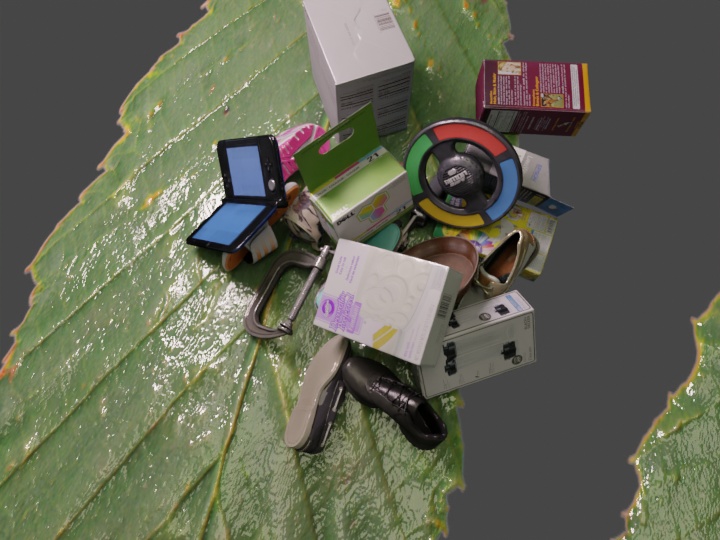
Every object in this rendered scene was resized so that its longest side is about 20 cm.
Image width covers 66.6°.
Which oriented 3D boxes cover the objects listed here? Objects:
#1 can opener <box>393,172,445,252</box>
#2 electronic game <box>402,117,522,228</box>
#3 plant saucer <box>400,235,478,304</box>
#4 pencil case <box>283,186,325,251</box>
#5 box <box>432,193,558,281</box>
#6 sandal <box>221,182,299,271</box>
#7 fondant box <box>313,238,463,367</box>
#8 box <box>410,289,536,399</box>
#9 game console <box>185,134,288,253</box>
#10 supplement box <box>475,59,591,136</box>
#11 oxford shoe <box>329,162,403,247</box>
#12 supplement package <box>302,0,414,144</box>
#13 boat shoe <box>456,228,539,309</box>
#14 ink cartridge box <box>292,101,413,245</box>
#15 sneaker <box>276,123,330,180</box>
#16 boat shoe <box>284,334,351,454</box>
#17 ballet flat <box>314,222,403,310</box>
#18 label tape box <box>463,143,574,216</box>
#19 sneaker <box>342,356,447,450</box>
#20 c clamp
[{"bbox_3d":[0.096,-0.113,1.002,0.067,0.053,0.200,31,73,11],"label":"can opener"},{"bbox_3d":[0.165,-0.155,0.902,0.199,0.200,0.042,24,45,9],"label":"electronic game"},{"bbox_3d":[0.108,0.019,0.912,0.200,0.035,0.201,-24,31,16],"label":"plant saucer"},{"bbox_3d":[-0.054,-0.136,0.996,0.078,0.090,0.200,19,64,41],"label":"pencil case"},{"bbox_3d":[0.239,-0.070,0.988,0.199,0.048,0.118,22,74,7],"label":"box"},{"bbox_3d":[-0.165,-0.074,0.981,0.059,0.079,0.207,36,73,13],"label":"sandal"},{"bbox_3d":[0.038,0.045,0.828,0.199,0.058,0.145,16,89,35],"label":"fondant box"},{"bbox_3d":[0.176,0.119,0.881,0.199,0.117,0.060,-19,33,-5],"label":"box"},{"bbox_3d":[-0.225,-0.133,0.929,0.118,0.200,0.172,-19,109,-38],"label":"game console"},{"bbox_3d":[0.327,-0.332,1.056,0.199,0.086,0.111,3,71,2],"label":"supplement box"},{"bbox_3d":[0.020,-0.114,0.994,0.070,0.075,0.200,39,77,25],"label":"oxford shoe"},{"bbox_3d":[-0.004,-0.375,1.019,0.146,0.200,0.192,-18,72,-6],"label":"supplement package"},{"bbox_3d":[0.216,0.015,0.913,0.075,0.068,0.200,37,100,34],"label":"boat shoe"},{"bbox_3d":[-0.005,-0.136,0.853,0.148,0.200,0.076,-35,63,-7],"label":"ink cartridge box"},{"bbox_3d":[-0.146,-0.213,1.035,0.199,0.088,0.082,-24,113,10],"label":"sneaker"},{"bbox_3d":[-0.057,0.204,0.903,0.063,0.072,0.201,38,63,-31],"label":"boat shoe"},{"bbox_3d":[0.000,0.000,0.953,0.072,0.072,0.200,42,88,14],"label":"ballet flat"},{"bbox_3d":[0.277,-0.167,0.964,0.199,0.144,0.064,23,94,8],"label":"label tape box"},{"bbox_3d":[0.059,0.200,0.862,0.200,0.091,0.076,36,68,4],"label":"sneaker"},{"bbox_3d":[-0.114,0.035,0.935,0.170,0.027,0.200,21,74,37],"label":"c clamp"}]
